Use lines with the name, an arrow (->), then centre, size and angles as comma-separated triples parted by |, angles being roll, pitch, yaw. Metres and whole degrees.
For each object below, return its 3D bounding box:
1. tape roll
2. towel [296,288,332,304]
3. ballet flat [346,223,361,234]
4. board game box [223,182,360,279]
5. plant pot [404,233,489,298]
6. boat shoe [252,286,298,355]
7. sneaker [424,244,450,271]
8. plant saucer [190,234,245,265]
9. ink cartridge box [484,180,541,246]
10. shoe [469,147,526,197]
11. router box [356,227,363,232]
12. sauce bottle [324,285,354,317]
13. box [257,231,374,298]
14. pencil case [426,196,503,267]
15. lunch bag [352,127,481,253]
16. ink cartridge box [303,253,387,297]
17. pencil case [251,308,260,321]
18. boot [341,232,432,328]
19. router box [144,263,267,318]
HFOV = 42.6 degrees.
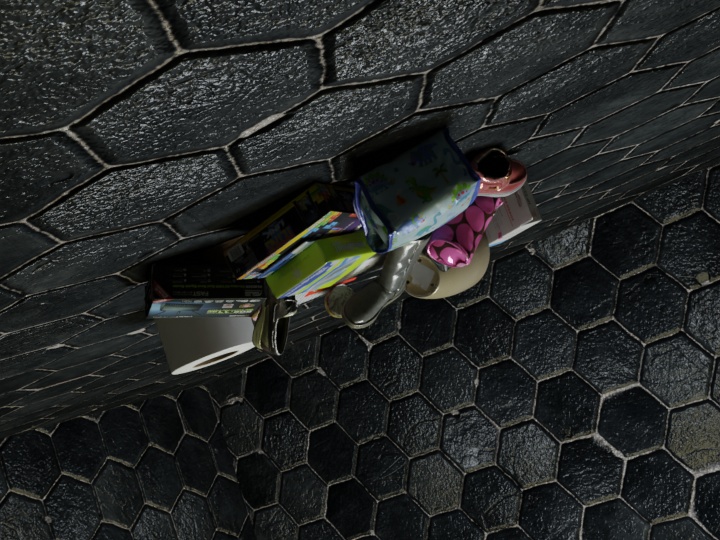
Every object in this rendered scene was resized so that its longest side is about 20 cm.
tape roll -> -0.332, 0.125, 1.987 | 0.200, 0.141, 0.203 | -19, 172, -3
towel -> -0.093, -0.008, 1.901 | 0.198, 0.086, 0.166 | -21, 167, -36
ballet flat -> -0.042, -0.089, 1.582 | 0.198, 0.057, 0.067 | -30, -148, 25
board game box -> -0.100, -0.060, 1.494 | 0.199, 0.057, 0.165 | -34, 167, 21
plant pot -> 0.157, -0.018, 1.942 | 0.185, 0.190, 0.200 | -24, -175, 28
boat shoe -> -0.143, 0.062, 1.669 | 0.072, 0.065, 0.204 | -34, 145, -57
sneaker -> 0.142, -0.070, 1.829 | 0.074, 0.080, 0.201 | -16, -151, 3
plant saucer -> -0.206, -0.025, 1.658 | 0.197, 0.037, 0.200 | -21, 173, -2
ink cartridge box -> 0.310, -0.133, 1.964 | 0.067, 0.117, 0.200 | -16, 171, -31
shoe -> 0.250, -0.177, 1.665 | 0.198, 0.073, 0.091 | -11, 171, -37
router box -> 0.028, -0.101, 1.672 | 0.198, 0.052, 0.149 | -24, 174, 26
sauce bottle -> -0.042, 0.066, 1.908 | 0.064, 0.066, 0.200 | -19, 178, -4
box -> -0.068, -0.010, 1.536 | 0.121, 0.048, 0.199 | -35, 169, 28
pencil case -> 0.197, -0.091, 1.713 | 0.090, 0.094, 0.201 | -27, -155, 52
lunch bag -> 0.083, -0.108, 1.430 | 0.168, 0.129, 0.200 | -30, 164, -7
ink cartridge box -> 0.000, 0.000, 1.840 | 0.161, 0.057, 0.200 | -18, 156, -46
pencil case -> -0.146, 0.011, 1.743 | 0.199, 0.083, 0.087 | -36, -173, 11
boot -> 0.052, 0.004, 1.731 | 0.182, 0.072, 0.201 | -42, 170, -36
router box -> -0.271, 0.038, 1.604 | 0.196, 0.063, 0.150 | 0, 166, -17
